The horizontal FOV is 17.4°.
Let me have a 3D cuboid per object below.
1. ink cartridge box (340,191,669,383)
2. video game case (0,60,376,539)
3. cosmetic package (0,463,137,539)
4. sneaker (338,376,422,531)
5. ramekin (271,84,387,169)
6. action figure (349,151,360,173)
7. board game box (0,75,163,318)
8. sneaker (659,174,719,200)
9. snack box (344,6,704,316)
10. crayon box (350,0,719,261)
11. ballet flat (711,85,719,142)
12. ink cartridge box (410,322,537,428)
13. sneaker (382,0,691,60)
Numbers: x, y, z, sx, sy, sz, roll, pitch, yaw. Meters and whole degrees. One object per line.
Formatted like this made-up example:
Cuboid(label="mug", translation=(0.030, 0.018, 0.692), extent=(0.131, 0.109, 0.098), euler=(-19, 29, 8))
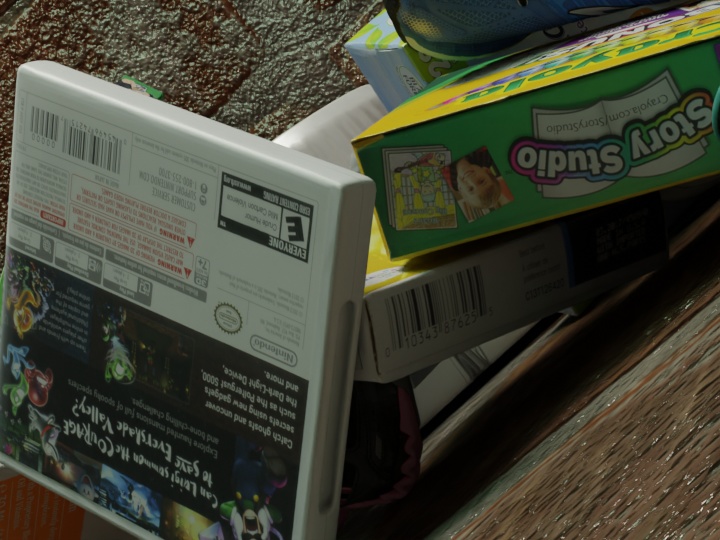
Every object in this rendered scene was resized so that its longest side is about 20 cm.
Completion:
Cuboid(label="ink cartridge box", translation=(0.000, 0.000, 1.039), extent=(0.199, 0.047, 0.197), euler=(5, 19, 43))
Cuboid(label="video game case", translation=(-0.079, 0.025, 0.967), extent=(0.023, 0.199, 0.183), euler=(-11, -65, -46))
Cuboid(label="cosmetic package", translation=(-0.120, 0.080, 1.173), extent=(0.199, 0.071, 0.102), euler=(-19, -37, -28))
Cuboid(label="sneaker", translation=(-0.036, 0.082, 1.094), extent=(0.095, 0.080, 0.200), euler=(-2, -24, -22))
Cuboid(label="ramekin", translation=(-0.028, -0.032, 1.454), extent=(0.202, 0.095, 0.202), euler=(-35, -2, -2))
Cuboid(label="action figure", translation=(-0.071, 0.012, 1.252), extent=(0.199, 0.055, 0.118), euler=(-34, -22, -18))
Cuboid(label="board game box", translation=(-0.175, -0.001, 1.348), extent=(0.135, 0.029, 0.201), euler=(-58, -9, -67))
Cuboid(label="sneaker", translation=(0.203, -0.110, 1.104), extent=(0.200, 0.076, 0.092), euler=(-46, 9, 3))
Cuboid(label="snack box", translation=(0.117, -0.106, 1.171), extent=(0.200, 0.169, 0.068), euler=(-43, 23, -17))
Cuboid(label="crayon box", translation=(0.113, -0.071, 0.979), extent=(0.199, 0.059, 0.173), euler=(-15, 8, 16))
Cuboid(label="ballet flat", translation=(0.203, -0.109, 0.838), extent=(0.201, 0.072, 0.072), euler=(-55, 4, -15))
Cuboid(label="ink cartridge box", translation=(0.052, 0.012, 1.301), extent=(0.200, 0.085, 0.146), euler=(-41, 0, 6))
Cuboid(label="sneaker", translation=(0.099, -0.146, 1.029), extent=(0.199, 0.079, 0.089), euler=(-17, 0, -23))
